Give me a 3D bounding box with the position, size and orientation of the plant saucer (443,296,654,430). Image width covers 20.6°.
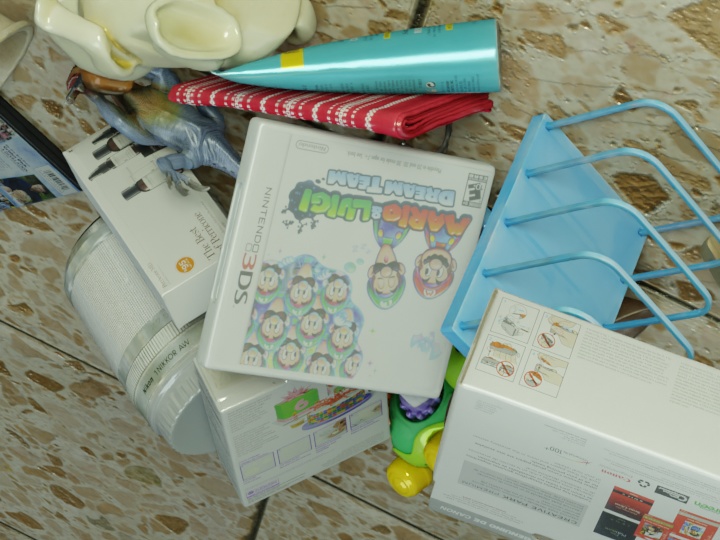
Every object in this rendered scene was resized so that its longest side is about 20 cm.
[{"bbox_3d":[0.145,0.074,1.588,0.032,0.200,0.200,58,154,12],"label":"plant saucer"}]

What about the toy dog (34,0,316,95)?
[{"bbox_3d":[-0.149,-0.202,1.446,0.193,0.140,0.199,3,173,-45],"label":"toy dog"}]

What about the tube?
[{"bbox_3d":[-0.001,-0.143,1.389,0.199,0.051,0.077,-4,178,6],"label":"tube"}]

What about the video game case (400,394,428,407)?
[{"bbox_3d":[0.000,0.000,1.577,0.017,0.200,0.143,-32,123,18],"label":"video game case"}]

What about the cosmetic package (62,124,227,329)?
[{"bbox_3d":[-0.166,-0.048,1.636,0.200,0.082,0.051,51,171,39],"label":"cosmetic package"}]

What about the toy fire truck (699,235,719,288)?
[{"bbox_3d":[0.340,0.038,1.423,0.199,0.129,0.176,15,151,3],"label":"toy fire truck"}]

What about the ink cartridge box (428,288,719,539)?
[{"bbox_3d":[0.156,0.121,1.324,0.199,0.084,0.176,20,146,6],"label":"ink cartridge box"}]

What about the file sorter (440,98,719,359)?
[{"bbox_3d":[0.173,-0.002,1.398,0.122,0.201,0.139,-11,134,45],"label":"file sorter"}]

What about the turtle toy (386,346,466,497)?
[{"bbox_3d":[0.084,0.107,1.739,0.101,0.146,0.200,51,149,0],"label":"turtle toy"}]

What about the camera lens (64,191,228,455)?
[{"bbox_3d":[-0.152,0.038,1.724,0.200,0.159,0.160,55,162,25],"label":"camera lens"}]

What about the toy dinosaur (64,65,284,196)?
[{"bbox_3d":[-0.137,-0.128,1.610,0.181,0.105,0.200,34,-175,-17],"label":"toy dinosaur"}]

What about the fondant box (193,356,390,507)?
[{"bbox_3d":[-0.053,0.108,1.652,0.058,0.144,0.200,60,168,26],"label":"fondant box"}]

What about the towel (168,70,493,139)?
[{"bbox_3d":[-0.019,-0.126,1.439,0.199,0.144,0.023,10,108,30],"label":"towel"}]

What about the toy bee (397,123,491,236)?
[{"bbox_3d":[0.067,-0.034,1.556,0.130,0.201,0.109,-1,-170,-22],"label":"toy bee"}]

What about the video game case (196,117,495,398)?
[{"bbox_3d":[-0.009,-0.006,1.451,0.199,0.183,0.024,9,-171,-28],"label":"video game case"}]

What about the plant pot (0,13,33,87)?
[{"bbox_3d":[-0.403,-0.188,1.630,0.183,0.201,0.200,42,151,-2],"label":"plant pot"}]

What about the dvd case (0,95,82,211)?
[{"bbox_3d":[-0.358,-0.112,1.870,0.199,0.018,0.143,-9,134,49],"label":"dvd case"}]
